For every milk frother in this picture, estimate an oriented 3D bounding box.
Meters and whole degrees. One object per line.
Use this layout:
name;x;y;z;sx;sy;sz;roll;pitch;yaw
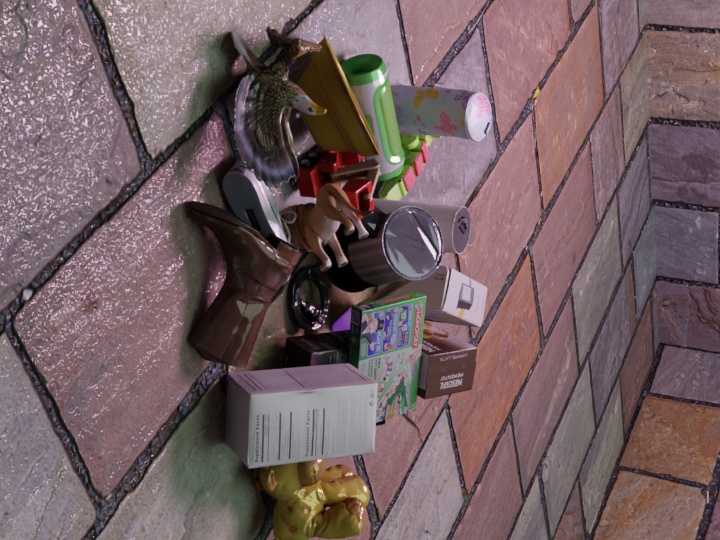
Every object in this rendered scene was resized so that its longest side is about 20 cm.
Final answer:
milk frother;0.000;0.000;1.733;0.179;0.187;0.202;18;74;-29

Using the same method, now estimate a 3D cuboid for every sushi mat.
sushi mat;0.038;0.038;1.849;0.012;0.199;0.096;53;37;-5

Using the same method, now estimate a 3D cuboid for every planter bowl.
planter bowl;-0.046;-0.244;1.649;0.202;0.083;0.201;63;5;-10

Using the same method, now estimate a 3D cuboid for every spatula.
spatula;-0.058;0.138;1.790;0.201;0.020;0.057;-55;150;-15

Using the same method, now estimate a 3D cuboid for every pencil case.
pencil case;0.127;-0.270;1.900;0.084;0.198;0.091;-57;137;-27

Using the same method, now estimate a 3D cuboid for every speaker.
speaker;0.085;-0.078;1.862;0.081;0.198;0.082;-24;118;-59
speaker;0.020;-0.251;1.816;0.089;0.088;0.202;-54;142;-41

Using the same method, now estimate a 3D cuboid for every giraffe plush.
giraffe plush;-0.097;0.333;1.719;0.199;0.172;0.164;-26;115;-18

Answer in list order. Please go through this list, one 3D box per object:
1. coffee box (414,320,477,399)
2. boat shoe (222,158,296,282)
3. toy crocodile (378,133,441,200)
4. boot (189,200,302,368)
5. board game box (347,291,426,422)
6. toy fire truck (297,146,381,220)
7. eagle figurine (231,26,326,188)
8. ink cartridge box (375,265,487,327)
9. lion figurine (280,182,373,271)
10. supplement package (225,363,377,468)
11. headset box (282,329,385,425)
coffee box;0.089;0.139;1.874;0.113;0.199;0.081;-6;111;-37
boat shoe;-0.138;-0.078;1.586;0.086;0.074;0.203;-62;140;-48
toy crocodile;0.086;-0.189;1.986;0.201;0.061;0.068;-59;145;-36
boot;-0.195;0.026;1.505;0.185;0.064;0.201;28;95;-26
board game box;0.039;0.142;1.735;0.134;0.029;0.202;-12;114;-39
toy fire truck;-0.021;-0.151;1.692;0.200;0.140;0.049;-53;142;-48
eagle figurine;-0.116;-0.223;1.512;0.151;0.151;0.202;10;105;-39
ink cartridge box;0.134;0.044;2.052;0.200;0.146;0.087;22;77;-61
lion figurine;-0.052;-0.077;1.599;0.072;0.200;0.123;-17;71;-38
supplement package;-0.088;0.209;1.606;0.198;0.114;0.111;-3;102;-24
headset box;-0.046;0.179;1.748;0.198;0.075;0.150;-6;110;-40
